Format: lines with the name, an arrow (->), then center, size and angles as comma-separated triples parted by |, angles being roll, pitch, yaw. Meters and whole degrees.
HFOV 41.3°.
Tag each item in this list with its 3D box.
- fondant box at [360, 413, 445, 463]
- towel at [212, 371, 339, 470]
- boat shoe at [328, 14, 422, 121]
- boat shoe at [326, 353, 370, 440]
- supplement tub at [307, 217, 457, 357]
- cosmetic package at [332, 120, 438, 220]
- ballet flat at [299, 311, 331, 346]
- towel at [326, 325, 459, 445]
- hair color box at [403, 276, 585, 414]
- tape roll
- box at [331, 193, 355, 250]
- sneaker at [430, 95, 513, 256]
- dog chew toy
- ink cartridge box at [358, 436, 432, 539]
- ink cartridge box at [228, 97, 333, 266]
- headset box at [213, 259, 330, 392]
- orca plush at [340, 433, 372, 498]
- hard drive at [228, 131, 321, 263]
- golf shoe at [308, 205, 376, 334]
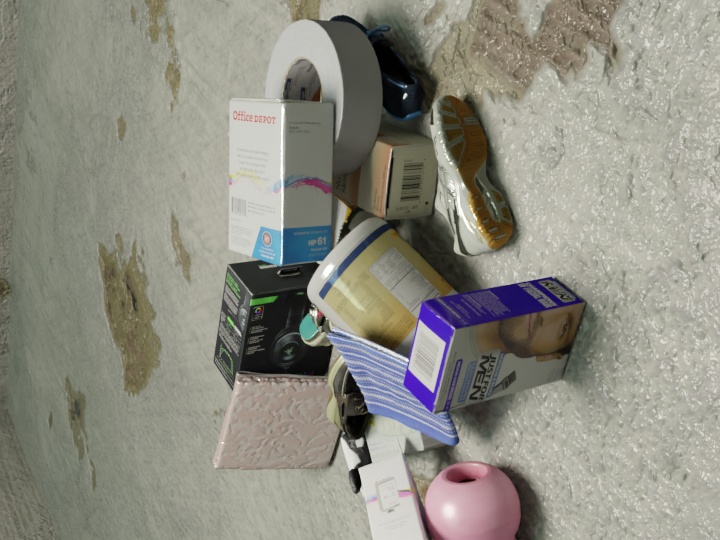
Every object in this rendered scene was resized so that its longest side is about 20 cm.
fondant box -> 0.047, 0.163, 1.368 | 0.144, 0.057, 0.204 | -31, 70, 55
towel -> -0.125, 0.244, 1.528 | 0.032, 0.196, 0.194 | -115, 36, -52
boat shoe -> 0.026, -0.291, 1.290 | 0.200, 0.083, 0.069 | 45, 151, 24
boat shoe -> -0.004, 0.169, 1.327 | 0.065, 0.073, 0.201 | 44, 154, 23
supplement tub -> 0.043, 0.048, 1.226 | 0.200, 0.144, 0.145 | 45, 137, 8
cosmetic package -> 0.014, -0.149, 1.322 | 0.199, 0.086, 0.106 | 30, 121, 51
ballet flat -> -0.015, 0.039, 1.429 | 0.200, 0.062, 0.068 | -46, 48, 24
towel -> 0.043, 0.149, 1.180 | 0.143, 0.024, 0.201 | 20, 155, 30
hair color box -> 0.150, 0.080, 1.060 | 0.065, 0.197, 0.111 | 39, 128, 43
tape roll -> -0.053, -0.229, 1.275 | 0.199, 0.065, 0.205 | 10, 102, 55
box -> -0.057, -0.086, 1.492 | 0.200, 0.041, 0.121 | 47, 134, 45
sneaker -> 0.116, -0.113, 1.183 | 0.087, 0.074, 0.204 | -31, 70, 54
dog chew toy -> 0.148, 0.349, 1.204 | 0.124, 0.123, 0.204 | 8, 111, 56
ink cartridge box -> 0.051, 0.327, 1.242 | 0.201, 0.066, 0.118 | -104, -5, -59
ink cartridge box -> -0.105, -0.120, 1.236 | 0.143, 0.083, 0.205 | 16, 109, 53
headset box -> -0.129, 0.076, 1.516 | 0.093, 0.171, 0.203 | 43, 130, 44
orca plush -> 0.039, 0.318, 1.403 | 0.071, 0.105, 0.202 | -34, 52, 18
hard drive -> -0.120, -0.112, 1.423 | 0.132, 0.026, 0.202 | 39, 162, 48
golf shoe -> 0.000, 0.000, 1.345 | 0.086, 0.077, 0.204 | 17, 83, 18
